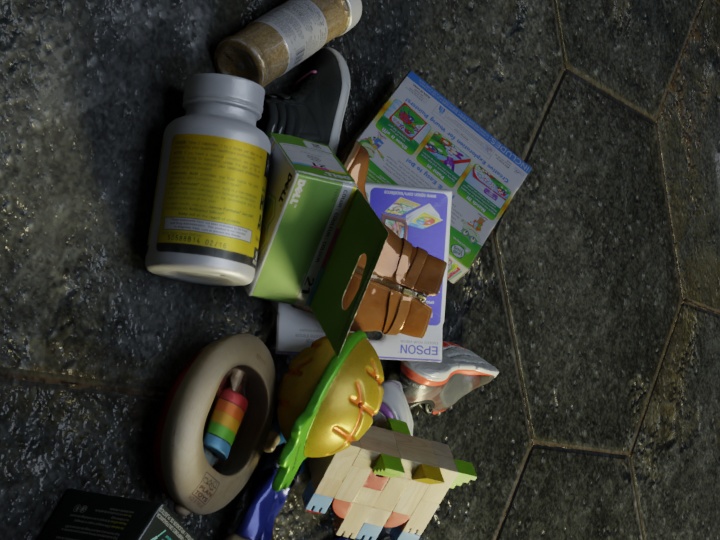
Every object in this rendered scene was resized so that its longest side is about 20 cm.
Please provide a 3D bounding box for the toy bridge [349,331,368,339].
[{"bbox_3d":[-0.010,0.083,1.619,0.067,0.027,0.200,43,57,-44],"label":"toy bridge"}]

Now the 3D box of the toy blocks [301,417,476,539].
[{"bbox_3d":[0.013,0.252,1.562,0.200,0.100,0.137,17,117,-22],"label":"toy blocks"}]

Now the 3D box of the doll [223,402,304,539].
[{"bbox_3d":[-0.093,0.217,1.486,0.137,0.048,0.200,71,33,-57],"label":"doll"}]

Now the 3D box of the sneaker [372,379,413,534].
[{"bbox_3d":[0.044,0.228,1.656,0.100,0.075,0.200,-52,140,-62],"label":"sneaker"}]

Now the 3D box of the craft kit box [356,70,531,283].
[{"bbox_3d":[0.086,-0.116,1.643,0.200,0.049,0.198,39,51,-3],"label":"craft kit box"}]

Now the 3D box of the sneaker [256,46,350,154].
[{"bbox_3d":[-0.073,-0.187,1.496,0.099,0.071,0.200,27,51,-27],"label":"sneaker"}]

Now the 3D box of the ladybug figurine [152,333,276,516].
[{"bbox_3d":[-0.155,0.156,1.387,0.136,0.072,0.200,51,51,-41],"label":"ladybug figurine"}]

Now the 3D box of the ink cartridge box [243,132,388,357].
[{"bbox_3d":[-0.058,-0.030,1.366,0.076,0.200,0.148,12,114,-27],"label":"ink cartridge box"}]

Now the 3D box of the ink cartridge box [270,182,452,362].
[{"bbox_3d":[0.000,0.000,1.530,0.198,0.043,0.201,5,86,-14],"label":"ink cartridge box"}]

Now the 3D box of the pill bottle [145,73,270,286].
[{"bbox_3d":[-0.149,-0.091,1.360,0.111,0.111,0.201,17,77,-52],"label":"pill bottle"}]

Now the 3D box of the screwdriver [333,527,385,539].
[{"bbox_3d":[-0.040,0.326,1.575,0.200,0.029,0.028,-11,84,-51],"label":"screwdriver"}]

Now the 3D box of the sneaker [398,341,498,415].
[{"bbox_3d":[0.103,0.145,1.756,0.200,0.077,0.082,2,116,-52],"label":"sneaker"}]

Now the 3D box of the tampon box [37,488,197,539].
[{"bbox_3d":[-0.234,0.328,1.238,0.150,0.126,0.200,55,49,-37],"label":"tampon box"}]

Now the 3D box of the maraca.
[{"bbox_3d":[-0.041,0.146,1.426,0.200,0.107,0.137,-56,164,-41],"label":"maraca"}]

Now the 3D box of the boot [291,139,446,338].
[{"bbox_3d":[0.023,-0.029,1.471,0.155,0.077,0.200,15,88,-8],"label":"boot"}]

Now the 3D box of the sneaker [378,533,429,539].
[{"bbox_3d":[0.031,0.362,1.628,0.200,0.086,0.078,-19,105,-52],"label":"sneaker"}]

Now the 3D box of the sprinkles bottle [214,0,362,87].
[{"bbox_3d":[-0.077,-0.262,1.491,0.200,0.068,0.068,-43,124,-44],"label":"sprinkles bottle"}]
